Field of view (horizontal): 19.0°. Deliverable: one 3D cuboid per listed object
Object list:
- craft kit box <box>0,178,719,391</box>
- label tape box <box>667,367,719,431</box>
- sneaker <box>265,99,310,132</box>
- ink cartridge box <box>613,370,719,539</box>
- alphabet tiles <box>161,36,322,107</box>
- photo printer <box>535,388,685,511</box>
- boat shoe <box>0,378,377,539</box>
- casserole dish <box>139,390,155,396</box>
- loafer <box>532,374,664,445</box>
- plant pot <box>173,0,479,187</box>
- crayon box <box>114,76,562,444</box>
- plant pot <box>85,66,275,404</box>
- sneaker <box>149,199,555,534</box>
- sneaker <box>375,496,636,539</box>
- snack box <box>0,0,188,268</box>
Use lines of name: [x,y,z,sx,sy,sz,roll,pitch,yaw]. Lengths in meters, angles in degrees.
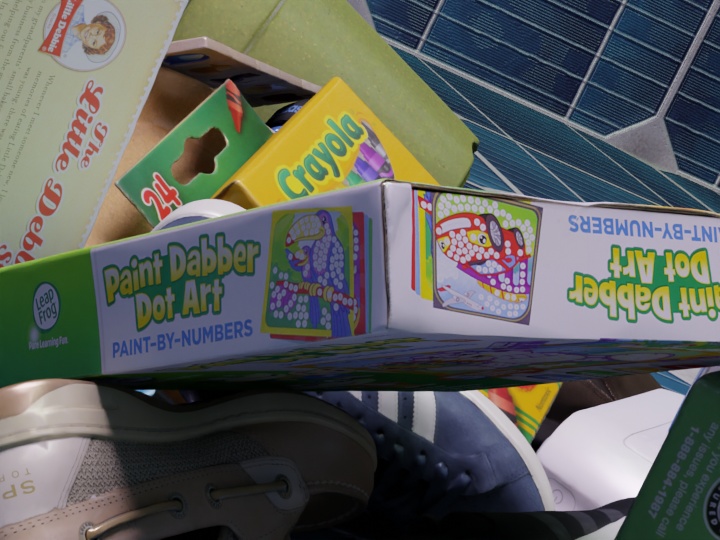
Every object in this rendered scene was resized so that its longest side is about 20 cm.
craft kit box: [0.019,0.011,0.673,0.197,0.049,0.200,6,-11,-38]
label tape box: [0.248,0.092,0.947,0.200,0.066,0.143,30,12,18]
sneaker: [-0.056,-0.055,1.051,0.200,0.111,0.077,37,-18,-31]
ink cartridge box: [0.171,0.139,0.686,0.200,0.145,0.088,30,12,20]
alphabet tiles: [-0.127,-0.087,1.024,0.167,0.008,0.200,-6,-5,17]
photo printer: [0.162,0.121,0.960,0.166,0.069,0.200,31,12,18]
boat shoe: [-0.057,0.078,0.693,0.200,0.072,0.065,14,53,-57]
casserole dish: [-0.165,0.017,0.786,0.200,0.039,0.121,34,13,33]
loafer: [0.126,0.064,1.146,0.200,0.071,0.073,19,13,-33]
plant pot: [-0.041,-0.081,1.221,0.190,0.200,0.200,37,9,-7]
crayon box: [0.000,0.000,0.925,0.200,0.051,0.127,46,32,-6]
plant pot: [-0.065,0.000,0.917,0.200,0.027,0.200,33,36,-27]
sneaker: [-0.013,0.062,0.828,0.200,0.075,0.085,38,28,-5]
sneaker: [0.059,0.106,0.785,0.083,0.072,0.200,29,11,22]
snack box: [-0.122,-0.080,0.708,0.116,0.200,0.037,17,12,-37]
